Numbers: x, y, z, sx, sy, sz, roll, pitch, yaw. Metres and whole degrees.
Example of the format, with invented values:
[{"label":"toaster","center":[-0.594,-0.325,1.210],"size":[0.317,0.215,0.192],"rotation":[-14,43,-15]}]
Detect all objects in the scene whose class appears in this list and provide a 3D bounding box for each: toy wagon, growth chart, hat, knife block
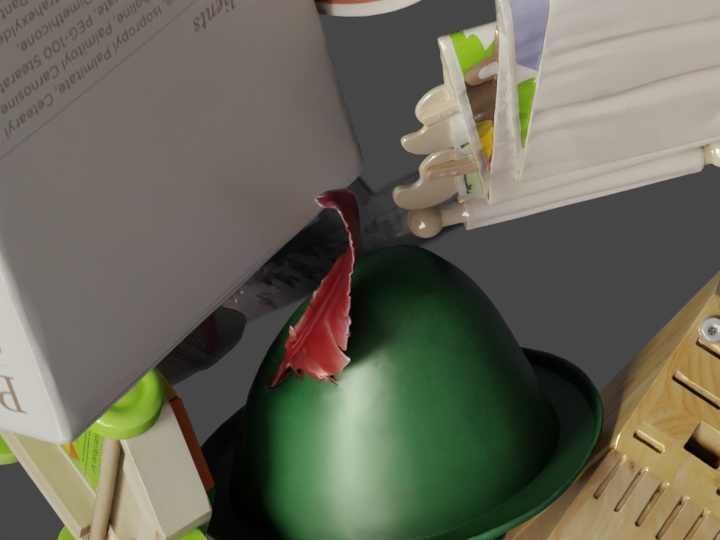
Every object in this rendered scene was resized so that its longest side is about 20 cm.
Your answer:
[{"label":"toy wagon","center":[-0.100,0.069,1.012],"size":[0.200,0.039,0.155],"rotation":[51,155,18]},{"label":"growth chart","center":[0.084,-0.067,0.890],"size":[0.144,0.018,0.200],"rotation":[-9,156,-11]},{"label":"hat","center":[0.000,0.000,1.001],"size":[0.199,0.165,0.177],"rotation":[14,128,47]},{"label":"knife block","center":[0.110,0.089,1.098],"size":[0.064,0.176,0.201],"rotation":[33,95,-5]}]

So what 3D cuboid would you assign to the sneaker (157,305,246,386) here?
[{"label":"sneaker","center":[-0.097,-0.039,1.073],"size":[0.081,0.088,0.201],"rotation":[25,128,51]}]

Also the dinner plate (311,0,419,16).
[{"label":"dinner plate","center":[-0.031,-0.173,0.841],"size":[0.199,0.024,0.201],"rotation":[27,138,27]}]

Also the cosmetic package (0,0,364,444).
[{"label":"cosmetic package","center":[-0.130,-0.081,0.864],"size":[0.167,0.166,0.201],"rotation":[9,130,39]}]
